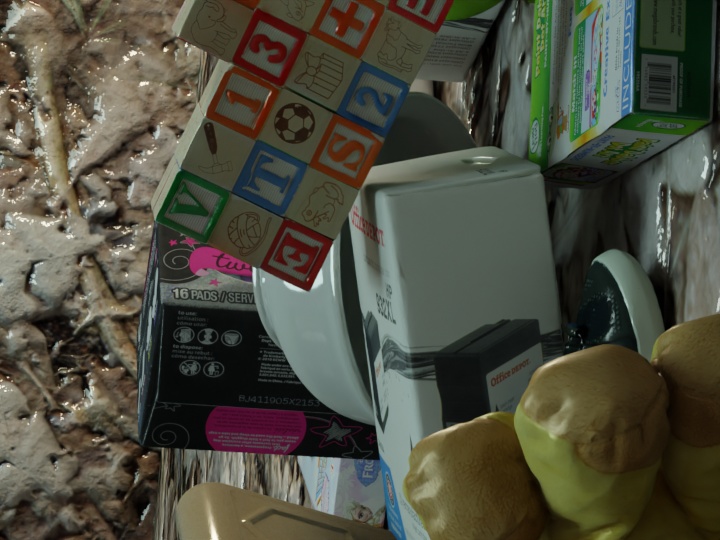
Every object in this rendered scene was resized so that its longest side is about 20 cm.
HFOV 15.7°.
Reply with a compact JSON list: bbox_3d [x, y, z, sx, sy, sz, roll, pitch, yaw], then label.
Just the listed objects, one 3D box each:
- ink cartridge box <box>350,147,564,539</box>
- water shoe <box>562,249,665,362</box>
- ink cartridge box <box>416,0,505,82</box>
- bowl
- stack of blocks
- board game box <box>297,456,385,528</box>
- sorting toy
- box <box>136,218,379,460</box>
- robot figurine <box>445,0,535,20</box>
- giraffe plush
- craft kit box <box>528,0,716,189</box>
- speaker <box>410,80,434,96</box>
[{"bbox_3d":[0.052,0.046,1.337,0.145,0.083,0.201,-139,41,-79],"label":"ink cartridge box"},{"bbox_3d":[0.097,0.088,1.228,0.071,0.079,0.201,168,106,-80],"label":"water shoe"},{"bbox_3d":[0.047,-0.227,1.641,0.200,0.083,0.146,117,154,-66],"label":"ink cartridge box"},{"bbox_3d":[0.000,0.000,1.501,0.201,0.090,0.202,4,-95,-59],"label":"bowl"},{"bbox_3d":[-0.035,-0.106,1.283,0.201,0.115,0.059,-64,10,7],"label":"stack of blocks"},{"bbox_3d":[-0.006,0.085,1.954,0.200,0.041,0.201,-115,31,-72],"label":"board game box"},{"bbox_3d":[0.005,0.176,1.370,0.185,0.199,0.037,-115,39,-71],"label":"sorting toy"},{"bbox_3d":[-0.043,0.037,1.715,0.115,0.199,0.132,-99,16,-49],"label":"box"},{"bbox_3d":[0.027,-0.210,1.413,0.175,0.200,0.116,2,73,46],"label":"robot figurine"},{"bbox_3d":[0.112,0.125,0.978,0.200,0.172,0.163,-48,59,58],"label":"giraffe plush"},{"bbox_3d":[0.127,-0.153,1.272,0.197,0.048,0.201,153,121,-76],"label":"craft kit box"},{"bbox_3d":[0.013,-0.121,1.819,0.081,0.081,0.201,106,165,-51],"label":"speaker"}]
